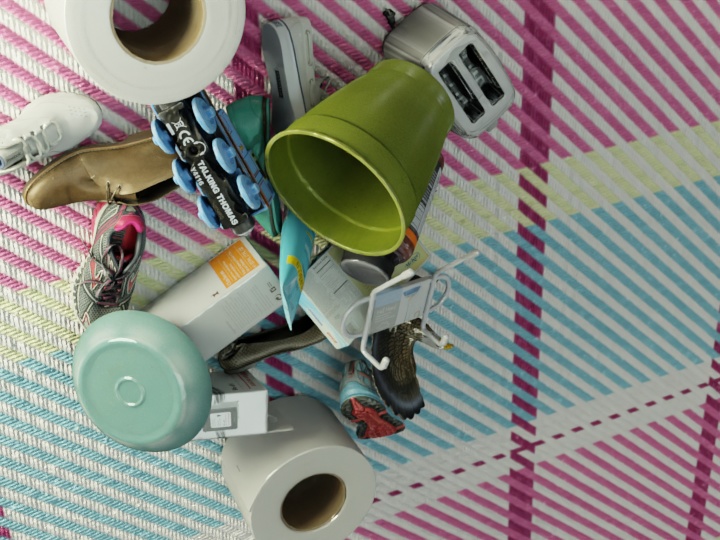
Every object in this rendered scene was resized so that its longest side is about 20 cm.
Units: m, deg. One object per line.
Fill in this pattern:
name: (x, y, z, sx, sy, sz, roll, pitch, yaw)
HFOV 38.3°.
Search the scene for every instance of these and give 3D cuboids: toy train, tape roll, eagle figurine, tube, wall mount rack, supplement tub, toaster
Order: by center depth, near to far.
tape roll: (-0.245, -0.304, 1.171, 0.203, 0.139, 0.203, -13, 121, -22)
toy train: (-0.183, -0.139, 1.272, 0.087, 0.114, 0.200, -25, 108, 14)
tube: (-0.087, -0.021, 1.365, 0.050, 0.200, 0.077, -5, 134, 10)
toaster: (0.118, -0.268, 1.383, 0.114, 0.129, 0.200, -42, 127, -2)
wall mount rack: (0.074, 0.040, 1.393, 0.200, 0.075, 0.174, -17, 133, -37)
supplement tub: (0.037, -0.082, 1.407, 0.107, 0.107, 0.200, 38, 63, -36)
eagle figurine: (0.064, 0.105, 1.543, 0.152, 0.151, 0.200, 11, 103, -43)
tape roll: (-0.095, 0.311, 1.572, 0.203, 0.139, 0.203, -12, 120, -21)

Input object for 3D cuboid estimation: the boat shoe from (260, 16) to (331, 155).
boat shoe: (-0.070, -0.232, 1.350, 0.086, 0.075, 0.202, -22, 118, -27)

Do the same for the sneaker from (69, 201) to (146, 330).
sneaker: (-0.324, 0.002, 1.336, 0.081, 0.075, 0.200, 1, 116, -28)

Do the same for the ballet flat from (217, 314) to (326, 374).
ballet flat: (-0.113, 0.093, 1.506, 0.200, 0.067, 0.046, -21, 107, -11)

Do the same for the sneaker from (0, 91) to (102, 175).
sneaker: (-0.394, -0.147, 1.212, 0.200, 0.087, 0.075, -25, 123, -15)

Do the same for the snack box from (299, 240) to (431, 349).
snack box: (0.000, 0.000, 1.451, 0.116, 0.037, 0.200, 51, 60, -11)

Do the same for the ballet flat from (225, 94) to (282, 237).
ballet flat: (-0.146, -0.136, 1.369, 0.070, 0.067, 0.200, -3, 120, 1)

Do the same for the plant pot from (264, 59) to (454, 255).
plant pot: (0.018, -0.156, 1.295, 0.193, 0.200, 0.200, -52, 132, -29)

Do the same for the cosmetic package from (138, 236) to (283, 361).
cosmetic package: (-0.206, 0.052, 1.407, 0.200, 0.101, 0.071, -37, 126, -6)

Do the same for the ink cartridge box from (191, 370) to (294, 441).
ink cartridge box: (-0.202, 0.187, 1.458, 0.200, 0.116, 0.067, -3, 101, -21)

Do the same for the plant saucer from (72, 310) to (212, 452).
plant saucer: (-0.290, 0.151, 1.337, 0.200, 0.036, 0.200, 4, 108, 14)

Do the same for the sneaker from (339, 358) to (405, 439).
sneaker: (0.019, 0.198, 1.615, 0.079, 0.096, 0.200, -11, 151, 8)

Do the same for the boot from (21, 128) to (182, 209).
boot: (-0.312, -0.110, 1.272, 0.200, 0.076, 0.074, -21, 154, -13)
